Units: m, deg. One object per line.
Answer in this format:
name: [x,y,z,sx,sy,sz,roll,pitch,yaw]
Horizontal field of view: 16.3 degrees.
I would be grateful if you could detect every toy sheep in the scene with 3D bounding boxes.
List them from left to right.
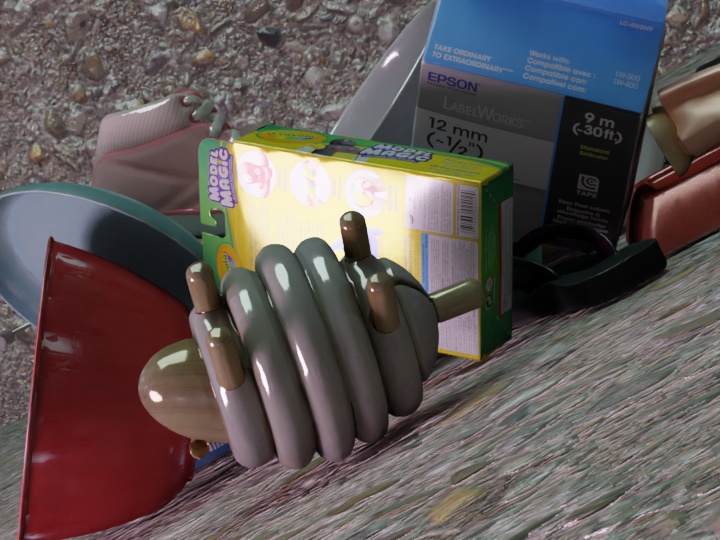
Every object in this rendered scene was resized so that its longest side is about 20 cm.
toy sheep: [-0.026,0.042,1.391,0.200,0.138,0.138,-15,2,-4]

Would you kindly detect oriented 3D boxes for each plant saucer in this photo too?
plant saucer: [-0.163,0.003,1.676,0.200,0.200,0.027,-24,34,51]
plant saucer: [0.255,-0.072,1.608,0.200,0.037,0.200,-27,4,5]

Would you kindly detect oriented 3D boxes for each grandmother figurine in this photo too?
grandmother figurine: [0.270,-0.127,1.530,0.200,0.061,0.121,-30,11,15]

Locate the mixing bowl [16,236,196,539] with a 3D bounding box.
mixing bowl: [-0.156,0.082,1.608,0.108,0.201,0.200,5,0,-6]

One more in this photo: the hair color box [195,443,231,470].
hair color box: [-0.114,0.102,1.779,0.200,0.061,0.100,-29,3,-5]

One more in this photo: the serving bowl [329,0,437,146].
serving bowl: [0.028,-0.095,1.800,0.200,0.066,0.200,-54,11,15]

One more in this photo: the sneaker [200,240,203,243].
sneaker: [-0.068,-0.016,1.889,0.082,0.078,0.200,-13,24,12]

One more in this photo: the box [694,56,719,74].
box: [0.351,-0.157,1.719,0.200,0.044,0.160,-26,-11,40]

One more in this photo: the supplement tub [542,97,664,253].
supplement tub: [0.127,-0.083,1.883,0.145,0.146,0.200,-29,3,-16]

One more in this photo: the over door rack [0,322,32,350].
over door rack: [-0.201,0.079,2.079,0.200,0.148,0.067,-29,5,-20]

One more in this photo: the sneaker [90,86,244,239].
sneaker: [-0.085,-0.072,1.682,0.200,0.105,0.075,0,-4,6]

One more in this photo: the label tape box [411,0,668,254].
label tape box: [0.109,-0.109,1.587,0.200,0.143,0.066,95,-167,-49]

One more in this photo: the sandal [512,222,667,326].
sandal: [0.125,-0.005,1.541,0.075,0.048,0.200,-30,4,-21]

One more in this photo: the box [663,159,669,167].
box: [0.209,-0.084,2.101,0.200,0.044,0.160,-27,3,10]

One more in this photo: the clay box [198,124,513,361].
clay box: [-0.005,-0.021,1.537,0.200,0.115,0.048,12,24,29]

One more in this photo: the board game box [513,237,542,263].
board game box: [0.000,0.000,1.709,0.200,0.045,0.152,-7,-5,43]
